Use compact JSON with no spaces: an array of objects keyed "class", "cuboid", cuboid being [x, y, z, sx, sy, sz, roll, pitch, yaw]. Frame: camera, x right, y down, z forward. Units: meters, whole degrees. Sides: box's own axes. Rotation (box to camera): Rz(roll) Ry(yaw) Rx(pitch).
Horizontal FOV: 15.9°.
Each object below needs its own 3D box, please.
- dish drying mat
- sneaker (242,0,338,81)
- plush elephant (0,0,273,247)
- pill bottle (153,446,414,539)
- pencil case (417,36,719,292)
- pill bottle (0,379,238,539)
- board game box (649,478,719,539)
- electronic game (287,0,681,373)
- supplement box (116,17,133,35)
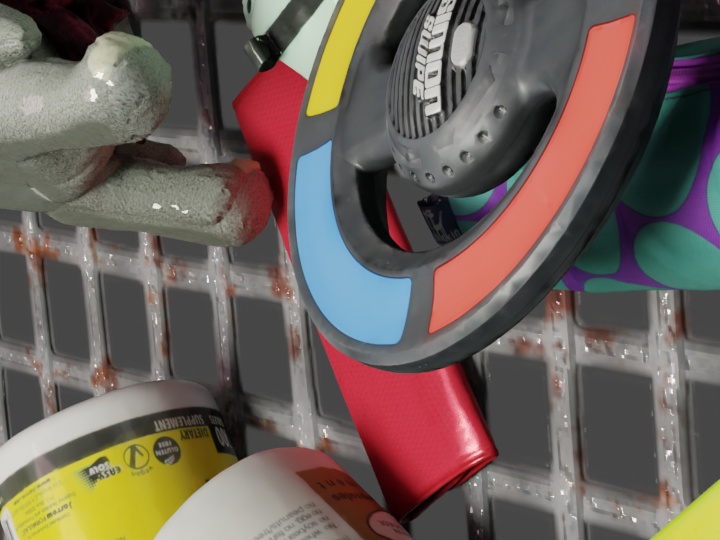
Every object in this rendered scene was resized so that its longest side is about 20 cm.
[{"class":"dish drying mat","cuboid":[0.000,0.000,1.075,0.077,0.018,0.201,-45,62,53]},{"class":"sneaker","cuboid":[-0.038,-0.163,1.026,0.201,0.073,0.118,57,134,25]},{"class":"plush elephant","cuboid":[-0.133,-0.106,1.089,0.199,0.165,0.156,0,70,25]},{"class":"pill bottle","cuboid":[0.007,0.172,1.022,0.200,0.114,0.115,43,133,33]},{"class":"pencil case","cuboid":[0.108,-0.040,0.838,0.200,0.085,0.093,-3,130,55]},{"class":"pill bottle","cuboid":[-0.086,0.160,1.164,0.112,0.112,0.201,-42,65,52]},{"class":"board game box","cuboid":[0.147,0.119,0.863,0.200,0.047,0.102,-51,58,49]},{"class":"electronic game","cuboid":[0.036,-0.063,0.843,0.200,0.041,0.201,-37,42,43]},{"class":"supplement box","cuboid":[-0.216,-0.075,1.208,0.126,0.199,0.074,-23,84,55]}]
